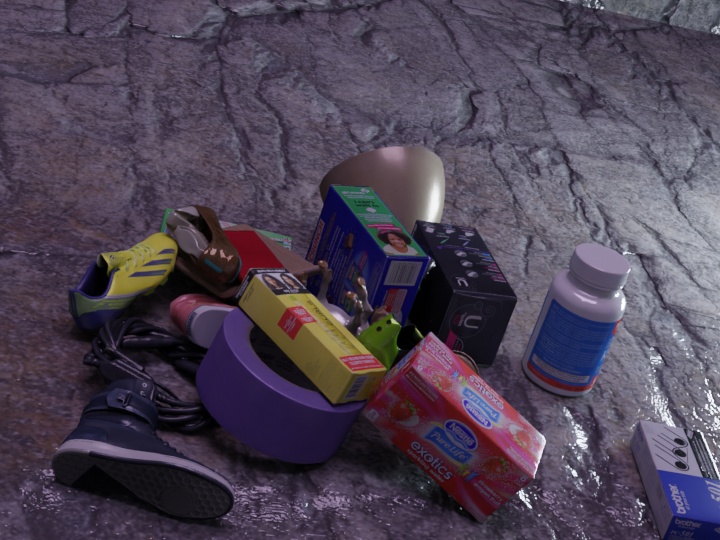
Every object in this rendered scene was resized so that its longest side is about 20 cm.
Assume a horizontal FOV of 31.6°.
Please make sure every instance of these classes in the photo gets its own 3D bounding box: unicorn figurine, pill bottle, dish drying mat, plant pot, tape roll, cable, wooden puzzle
[{"bbox_3d":[-0.041,0.057,1.700,0.073,0.138,0.200,-22,42,-26],"label":"unicorn figurine"},{"bbox_3d":[0.311,0.068,1.812,0.111,0.201,0.113,13,29,-7],"label":"pill bottle"},{"bbox_3d":[-0.149,-0.013,1.724,0.076,0.018,0.200,-1,22,-23],"label":"dish drying mat"},{"bbox_3d":[0.044,-0.085,1.983,0.199,0.200,0.136,2,64,-27],"label":"plant pot"},{"bbox_3d":[-0.094,0.136,1.547,0.199,0.085,0.200,25,24,-12],"label":"tape roll"},{"bbox_3d":[-0.238,0.128,1.569,0.199,0.051,0.163,26,19,-1],"label":"cable"},{"bbox_3d":[-0.177,-0.010,1.782,0.199,0.038,0.184,25,27,39],"label":"wooden puzzle"}]

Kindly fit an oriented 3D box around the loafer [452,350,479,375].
[{"bbox_3d":[0.129,0.159,1.689,0.075,0.068,0.200,16,28,-3],"label":"loafer"}]

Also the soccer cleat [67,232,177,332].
[{"bbox_3d":[-0.306,0.000,1.662,0.064,0.084,0.200,5,38,32],"label":"soccer cleat"}]

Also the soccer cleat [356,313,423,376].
[{"bbox_3d":[0.056,0.116,1.635,0.068,0.081,0.200,52,4,31],"label":"soccer cleat"}]

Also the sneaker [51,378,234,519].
[{"bbox_3d":[-0.223,0.194,1.422,0.201,0.077,0.147,17,31,1],"label":"sneaker"}]

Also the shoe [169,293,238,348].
[{"bbox_3d":[-0.152,0.076,1.677,0.199,0.072,0.091,14,7,-33],"label":"shoe"}]

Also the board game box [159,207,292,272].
[{"bbox_3d":[-0.201,-0.029,1.883,0.198,0.029,0.135,13,28,-8],"label":"board game box"}]

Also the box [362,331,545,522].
[{"bbox_3d":[0.114,0.187,1.526,0.200,0.100,0.096,43,29,-4],"label":"box"}]

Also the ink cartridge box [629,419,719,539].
[{"bbox_3d":[0.421,0.278,1.665,0.093,0.045,0.201,11,29,-8],"label":"ink cartridge box"}]

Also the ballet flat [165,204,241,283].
[{"bbox_3d":[-0.221,-0.046,1.703,0.072,0.068,0.200,26,15,-33],"label":"ballet flat"}]

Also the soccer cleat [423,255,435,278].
[{"bbox_3d":[0.045,-0.006,1.841,0.073,0.068,0.200,49,-15,-10],"label":"soccer cleat"}]

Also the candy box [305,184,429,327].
[{"bbox_3d":[0.000,0.000,1.794,0.076,0.170,0.200,2,32,-31],"label":"candy box"}]

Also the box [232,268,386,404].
[{"bbox_3d":[-0.062,0.076,1.533,0.200,0.050,0.075,45,25,29],"label":"box"}]

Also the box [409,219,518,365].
[{"bbox_3d":[0.136,0.030,1.865,0.105,0.123,0.200,7,29,-20],"label":"box"}]
